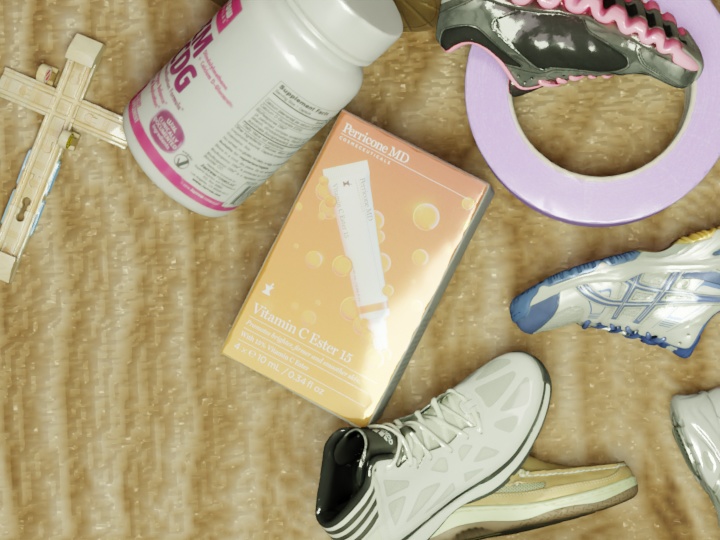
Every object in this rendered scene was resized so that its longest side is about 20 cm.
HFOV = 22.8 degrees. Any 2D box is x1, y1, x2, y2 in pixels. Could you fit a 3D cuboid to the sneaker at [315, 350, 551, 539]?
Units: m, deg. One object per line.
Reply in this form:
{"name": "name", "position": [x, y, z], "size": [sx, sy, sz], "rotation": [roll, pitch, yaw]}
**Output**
{"name": "sneaker", "position": [0.049, 0.125, 1.269], "size": [0.201, 0.115, 0.076], "rotation": [-46, 56, -1]}

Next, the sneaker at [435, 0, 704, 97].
{"name": "sneaker", "position": [0.143, -0.162, 1.270], "size": [0.199, 0.079, 0.096], "rotation": [22, 114, 6]}

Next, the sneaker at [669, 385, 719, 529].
{"name": "sneaker", "position": [0.305, 0.170, 1.304], "size": [0.099, 0.078, 0.201], "rotation": [-23, 88, 2]}

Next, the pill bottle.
{"name": "pill bottle", "position": [-0.071, -0.142, 1.298], "size": [0.200, 0.113, 0.114], "rotation": [-41, 85, 23]}

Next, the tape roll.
{"name": "tape roll", "position": [0.178, -0.134, 1.324], "size": [0.199, 0.066, 0.201], "rotation": [0, 89, 7]}

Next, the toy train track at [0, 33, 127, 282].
{"name": "toy train track", "position": [-0.248, -0.087, 1.384], "size": [0.114, 0.033, 0.201], "rotation": [22, 93, 6]}

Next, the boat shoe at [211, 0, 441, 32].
{"name": "boat shoe", "position": [-0.027, -0.226, 1.352], "size": [0.199, 0.071, 0.065], "rotation": [8, 54, 4]}

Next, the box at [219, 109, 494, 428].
{"name": "box", "position": [0.000, 0.000, 1.325], "size": [0.124, 0.097, 0.201], "rotation": [27, 92, 6]}

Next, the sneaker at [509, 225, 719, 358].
{"name": "sneaker", "position": [0.212, 0.027, 1.314], "size": [0.199, 0.075, 0.089], "rotation": [-15, 88, 6]}

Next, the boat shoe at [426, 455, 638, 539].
{"name": "boat shoe", "position": [0.104, 0.158, 1.330], "size": [0.199, 0.072, 0.077], "rotation": [-12, 77, 6]}
